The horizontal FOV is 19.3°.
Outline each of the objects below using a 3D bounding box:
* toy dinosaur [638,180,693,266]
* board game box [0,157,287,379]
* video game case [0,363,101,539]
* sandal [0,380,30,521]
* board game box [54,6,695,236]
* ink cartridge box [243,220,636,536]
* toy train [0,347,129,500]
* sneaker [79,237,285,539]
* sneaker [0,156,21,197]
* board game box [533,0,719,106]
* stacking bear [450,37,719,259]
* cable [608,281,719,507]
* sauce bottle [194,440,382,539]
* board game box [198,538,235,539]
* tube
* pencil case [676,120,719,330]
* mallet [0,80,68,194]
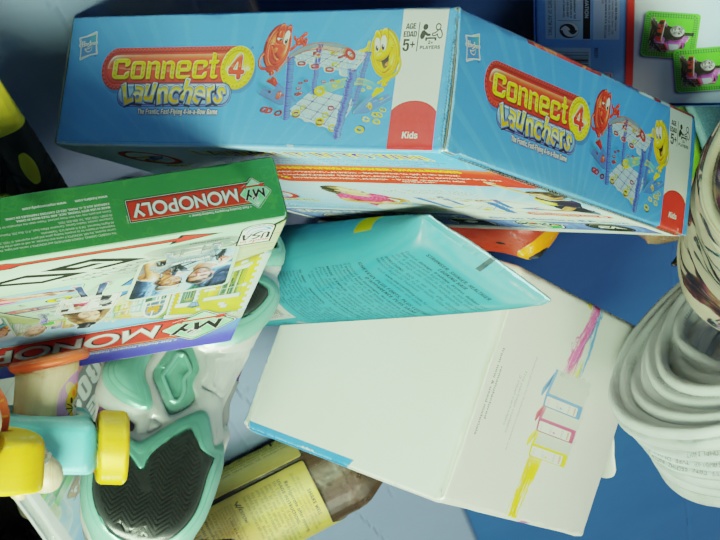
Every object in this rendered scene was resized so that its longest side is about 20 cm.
[{"bbox_3d":[0.192,-0.046,1.202,0.200,0.086,0.136,-4,148,-35],"label":"toy dinosaur"},{"bbox_3d":[-0.139,0.008,0.848,0.200,0.029,0.135,-10,159,-17],"label":"board game box"},{"bbox_3d":[-0.128,0.062,1.060,0.143,0.017,0.200,-62,162,-21],"label":"video game case"},{"bbox_3d":[-0.171,0.058,1.048,0.082,0.054,0.200,-61,162,-22],"label":"sandal"},{"bbox_3d":[0.010,-0.060,0.903,0.200,0.056,0.196,4,173,35],"label":"board game box"},{"bbox_3d":[0.057,0.061,1.157,0.200,0.128,0.126,23,85,-59],"label":"ink cartridge box"},{"bbox_3d":[-0.180,0.057,0.839,0.150,0.056,0.200,5,-177,29],"label":"toy train"},{"bbox_3d":[-0.097,0.062,1.026,0.078,0.200,0.140,20,153,-4],"label":"sneaker"},{"bbox_3d":[-0.195,-0.015,0.882,0.078,0.066,0.200,-27,159,29],"label":"sneaker"},{"bbox_3d":[0.174,-0.140,0.923,0.199,0.037,0.152,1,130,6],"label":"board game box"},{"bbox_3d":[0.120,-0.076,1.040,0.200,0.114,0.121,-30,175,-1],"label":"stacking bear"},{"bbox_3d":[0.230,0.043,1.111,0.200,0.200,0.069,-22,114,19],"label":"cable"},{"bbox_3d":[-0.037,0.133,1.304,0.200,0.065,0.065,-25,153,-5],"label":"sauce bottle"},{"bbox_3d":[-0.173,0.200,1.183,0.199,0.062,0.200,-13,-176,-27],"label":"board game box"},{"bbox_3d":[0.000,0.000,1.009,0.077,0.051,0.200,28,163,-31],"label":"tube"},{"bbox_3d":[0.190,-0.018,0.969,0.078,0.090,0.200,-24,168,0],"label":"pencil case"},{"bbox_3d":[-0.135,-0.067,0.842,0.066,0.041,0.200,-31,136,3],"label":"mallet"}]
